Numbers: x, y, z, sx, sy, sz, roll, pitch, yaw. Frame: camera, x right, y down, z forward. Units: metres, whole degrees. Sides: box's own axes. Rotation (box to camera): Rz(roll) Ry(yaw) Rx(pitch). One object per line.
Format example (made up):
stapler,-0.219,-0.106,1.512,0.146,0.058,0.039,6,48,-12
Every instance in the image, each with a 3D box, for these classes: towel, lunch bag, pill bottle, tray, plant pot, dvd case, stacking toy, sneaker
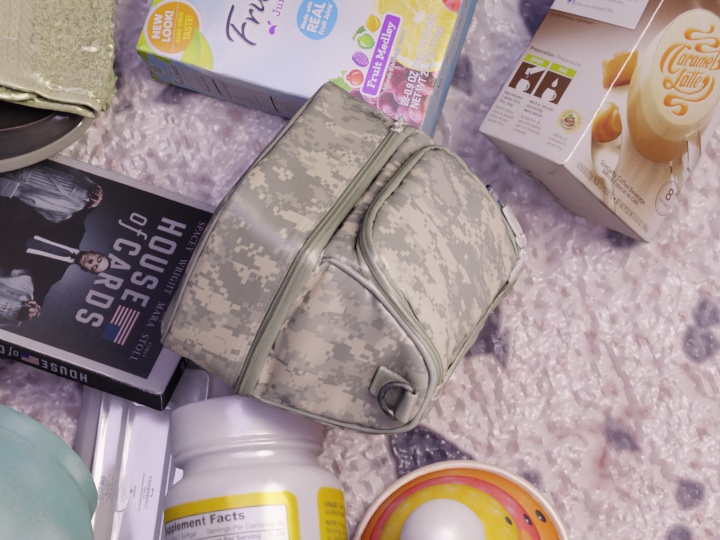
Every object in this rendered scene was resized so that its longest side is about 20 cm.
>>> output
towel,-0.227,-0.188,1.476,0.147,0.037,0.201,10,52,-19
lunch bag,0.000,0.000,1.375,0.167,0.200,0.140,32,123,4
pill bottle,-0.062,0.182,1.390,0.113,0.114,0.202,-6,77,4
tray,-0.138,0.142,1.455,0.106,0.022,0.202,5,78,8
plant pot,-0.242,0.165,1.388,0.199,0.201,0.135,23,53,11
dvd case,-0.189,-0.003,1.462,0.198,0.025,0.151,18,56,10
stacking toy,0.054,0.174,1.335,0.145,0.200,0.148,-1,78,6
sneaker,-0.276,-0.125,1.468,0.198,0.107,0.075,-1,46,12

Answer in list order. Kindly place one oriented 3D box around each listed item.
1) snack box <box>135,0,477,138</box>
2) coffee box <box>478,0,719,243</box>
snack box,-0.026,-0.185,1.492,0.198,0.068,0.170,15,78,11
coffee box,0.177,-0.137,1.423,0.079,0.114,0.201,25,83,44
